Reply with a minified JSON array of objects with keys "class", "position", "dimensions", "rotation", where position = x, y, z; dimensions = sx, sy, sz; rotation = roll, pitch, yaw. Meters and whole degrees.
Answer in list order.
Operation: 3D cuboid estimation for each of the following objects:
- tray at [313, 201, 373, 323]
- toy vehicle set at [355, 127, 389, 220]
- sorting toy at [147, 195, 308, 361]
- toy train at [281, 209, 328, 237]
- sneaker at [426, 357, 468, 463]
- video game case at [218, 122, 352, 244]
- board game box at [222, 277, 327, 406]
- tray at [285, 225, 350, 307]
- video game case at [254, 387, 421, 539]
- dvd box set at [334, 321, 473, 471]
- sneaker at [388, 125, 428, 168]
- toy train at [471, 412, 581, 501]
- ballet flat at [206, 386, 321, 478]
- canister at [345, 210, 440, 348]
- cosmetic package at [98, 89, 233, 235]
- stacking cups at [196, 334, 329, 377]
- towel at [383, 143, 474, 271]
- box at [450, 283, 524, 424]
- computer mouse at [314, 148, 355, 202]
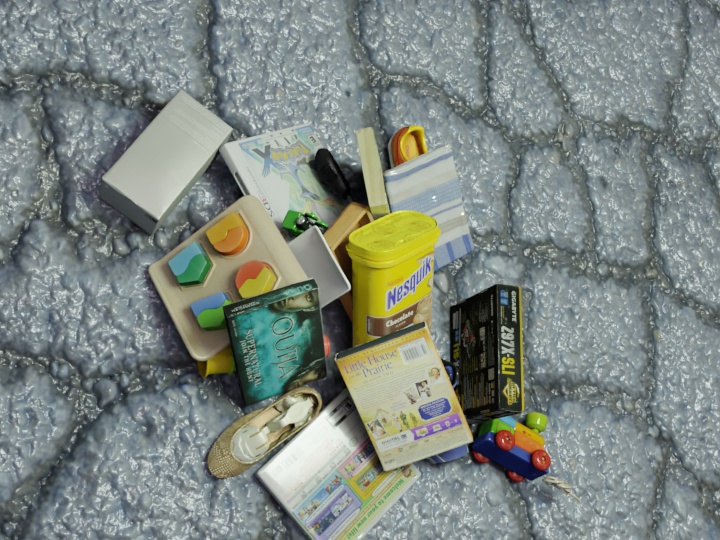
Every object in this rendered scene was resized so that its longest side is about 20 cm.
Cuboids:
[{"class":"tray","position":[0.000,0.000,1.363],"dimensions":[0.099,0.037,0.200],"rotation":[-51,140,-26]},{"class":"toy vehicle set","position":[0.025,-0.134,1.396],"dimensions":[0.026,0.200,0.125],"rotation":[-11,77,3]},{"class":"sorting toy","position":[-0.198,0.006,1.275],"dimensions":[0.200,0.036,0.185],"rotation":[-34,64,2]},{"class":"toy train","position":[-0.054,-0.039,1.357],"dimensions":[0.200,0.056,0.042],"rotation":[40,68,-54]},{"class":"sneaker","position":[0.113,0.204,1.371],"dimensions":[0.080,0.115,0.200],"rotation":[-22,83,-25]},{"class":"video game case","position":[-0.109,-0.139,1.400],"dimensions":[0.200,0.022,0.183],"rotation":[-25,84,-48]},{"class":"board game box","position":[-0.118,0.106,1.262],"dimensions":[0.135,0.200,0.028],"rotation":[-19,47,-15]},{"class":"tray","position":[-0.096,0.018,1.308],"dimensions":[0.022,0.200,0.108],"rotation":[-24,84,-48]},{"class":"video game case","position":[-0.031,0.311,1.334],"dimensions":[0.200,0.022,0.182],"rotation":[-41,91,-27]},{"class":"dvd box set","position":[0.066,0.190,1.306],"dimensions":[0.146,0.029,0.200],"rotation":[-22,105,8]},{"class":"sneaker","position":[0.094,-0.148,1.488],"dimensions":[0.073,0.077,0.200],"rotation":[-15,90,-26]},{"class":"toy train","position":[0.287,0.288,1.441],"dimensions":[0.200,0.085,0.116],"rotation":[30,53,-11]},{"class":"ballet flat","position":[-0.138,0.233,1.290],"dimensions":[0.200,0.065,0.071],"rotation":[-37,93,-26]},{"class":"canister","position":[0.050,0.027,1.334],"dimensions":[0.148,0.086,0.200],"rotation":[-28,129,-39]},{"class":"cosmetic package","position":[-0.297,-0.165,1.337],"dimensions":[0.107,0.090,0.200],"rotation":[39,67,-6]},{"class":"stacking cups","position":[-0.146,0.124,1.331],"dimensions":[0.200,0.060,0.061],"rotation":[-3,75,-28]},{"class":"towel","position":[0.117,-0.096,1.460],"dimensions":[0.147,0.024,0.200],"rotation":[-25,112,-28]},{"class":"box","position":[0.199,0.136,1.401],"dimensions":[0.049,0.160,0.200],"rotation":[8,71,-19]},{"class":"computer mouse","position":[-0.022,-0.108,1.426],"dimensions":[0.034,0.059,0.200],"rotation":[-29,93,7]}]
